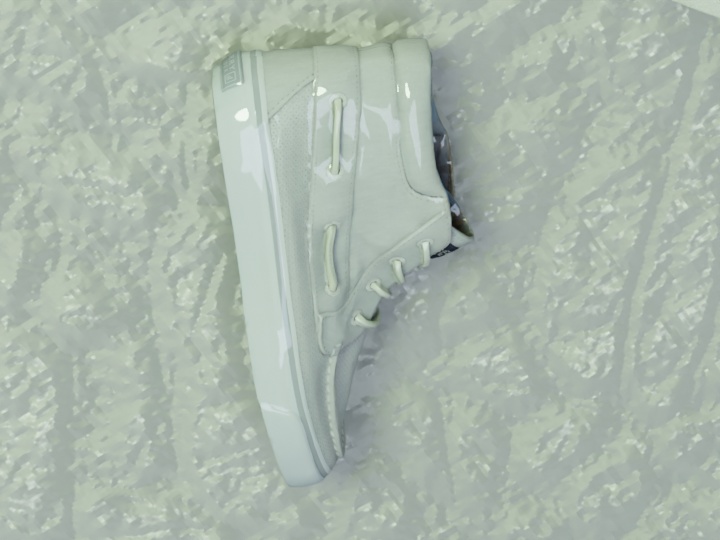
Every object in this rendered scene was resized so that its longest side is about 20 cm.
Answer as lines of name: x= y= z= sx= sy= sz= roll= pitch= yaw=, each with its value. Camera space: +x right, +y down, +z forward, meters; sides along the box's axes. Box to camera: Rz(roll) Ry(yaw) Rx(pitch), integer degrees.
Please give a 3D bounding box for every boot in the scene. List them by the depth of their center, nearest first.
boot: x=0.000 y=0.000 z=1.017 sx=0.095 sy=0.074 sz=0.201 roll=-7 pitch=124 yaw=1

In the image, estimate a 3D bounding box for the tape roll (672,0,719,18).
tape roll: x=0.159 y=-0.140 z=0.882 sx=0.202 sy=0.203 sz=0.037 roll=1 pitch=124 yaw=-12
